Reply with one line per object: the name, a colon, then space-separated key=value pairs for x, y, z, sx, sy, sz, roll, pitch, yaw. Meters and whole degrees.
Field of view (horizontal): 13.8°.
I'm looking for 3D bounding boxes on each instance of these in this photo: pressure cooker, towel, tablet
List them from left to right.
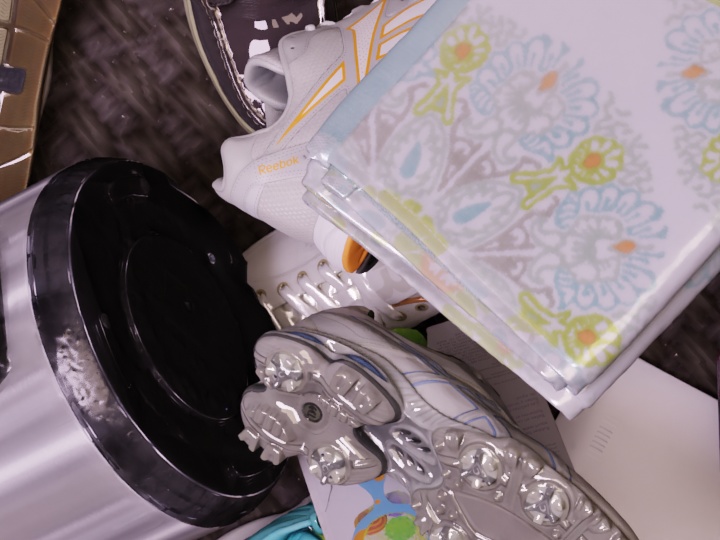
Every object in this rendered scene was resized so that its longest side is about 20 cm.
pressure cooker: x=-0.151 y=0.064 z=1.320 sx=0.199 sy=0.176 sz=0.179 roll=-25 pitch=98 yaw=27
towel: x=0.093 y=-0.059 z=1.242 sx=0.171 sy=0.048 sz=0.200 roll=41 pitch=85 yaw=25
tablet: x=0.124 y=0.151 z=1.413 sx=0.130 sy=0.014 sz=0.201 roll=28 pitch=92 yaw=0

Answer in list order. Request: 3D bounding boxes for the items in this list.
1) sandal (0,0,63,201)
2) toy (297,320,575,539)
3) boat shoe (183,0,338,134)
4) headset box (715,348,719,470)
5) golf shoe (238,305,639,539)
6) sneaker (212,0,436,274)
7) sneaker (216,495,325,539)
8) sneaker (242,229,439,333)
sandal: x=-0.184 y=-0.086 z=1.387 sx=0.080 sy=0.054 sz=0.201 roll=15 pitch=110 yaw=-13
toy: x=0.042 y=0.114 z=1.315 sx=0.115 sy=0.047 sz=0.201 roll=-16 pitch=54 yaw=-5
boat shoe: x=-0.054 y=-0.157 z=1.382 sx=0.073 sy=0.065 sz=0.201 roll=-14 pitch=91 yaw=1
headset box: x=0.213 y=0.018 z=1.315 sx=0.077 sy=0.149 sz=0.201 roll=15 pitch=119 yaw=-2
golf shoe: x=0.050 y=0.075 z=1.270 sx=0.200 sy=0.097 sz=0.079 roll=35 pitch=125 yaw=11
sneaker: x=0.001 y=-0.096 z=1.349 sx=0.092 sy=0.076 sz=0.200 roll=22 pitch=55 yaw=10
sneaker: x=0.001 y=0.127 z=1.381 sx=0.200 sy=0.080 sz=0.078 roll=-34 pitch=90 yaw=0
sneaker: x=0.000 y=0.000 z=1.377 sx=0.199 sy=0.085 sz=0.073 roll=-32 pitch=93 yaw=2
